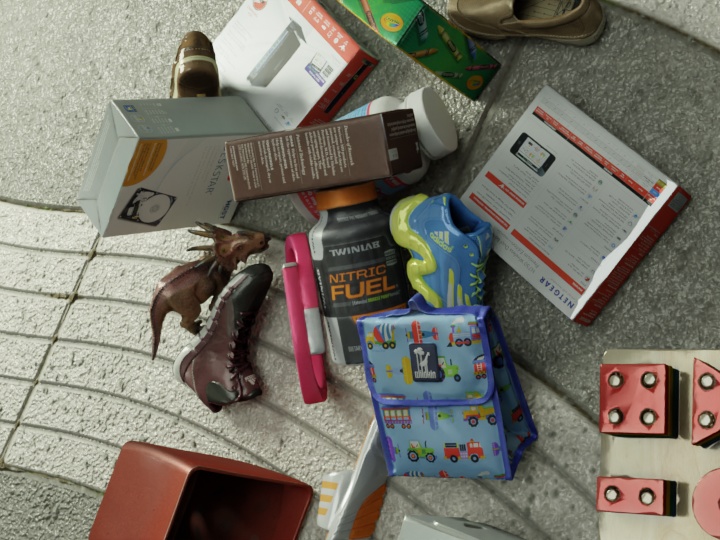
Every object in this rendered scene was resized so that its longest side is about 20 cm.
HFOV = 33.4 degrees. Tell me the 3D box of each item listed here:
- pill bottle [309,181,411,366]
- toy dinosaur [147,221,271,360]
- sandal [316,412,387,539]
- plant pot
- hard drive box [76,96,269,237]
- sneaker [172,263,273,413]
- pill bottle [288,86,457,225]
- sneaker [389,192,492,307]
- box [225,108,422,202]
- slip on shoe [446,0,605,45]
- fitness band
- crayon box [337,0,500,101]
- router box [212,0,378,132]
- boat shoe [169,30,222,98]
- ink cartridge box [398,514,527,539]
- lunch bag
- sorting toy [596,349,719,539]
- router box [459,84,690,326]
[{"bbox_3d":[0.000,0.000,1.375,0.105,0.106,0.203,-7,98,30],"label":"pill bottle"},{"bbox_3d":[-0.211,0.014,1.508,0.086,0.136,0.200,42,70,13],"label":"toy dinosaur"},{"bbox_3d":[-0.007,0.239,1.389,0.059,0.079,0.209,15,79,34],"label":"sandal"},{"bbox_3d":[-0.208,0.306,1.436,0.175,0.199,0.202,22,92,45],"label":"plant pot"},{"bbox_3d":[-0.234,-0.132,1.502,0.077,0.199,0.157,49,129,28],"label":"hard drive box"},{"bbox_3d":[-0.146,0.096,1.508,0.116,0.075,0.201,47,115,25],"label":"sneaker"},{"bbox_3d":[0.011,-0.139,1.433,0.198,0.108,0.110,-24,68,26],"label":"pill bottle"},{"bbox_3d":[0.108,0.005,1.319,0.104,0.076,0.202,-20,101,44],"label":"sneaker"},{"bbox_3d":[-0.041,-0.129,1.342,0.198,0.100,0.076,-5,98,24],"label":"box"},{"bbox_3d":[0.183,-0.304,1.387,0.198,0.060,0.077,19,84,32],"label":"slip on shoe"},{"bbox_3d":[-0.066,0.056,1.420,0.037,0.144,0.203,-7,79,-4],"label":"fitness band"},{"bbox_3d":[0.066,-0.274,1.373,0.119,0.199,0.058,43,103,30],"label":"crayon box"},{"bbox_3d":[-0.098,-0.269,1.562,0.180,0.049,0.200,-49,60,13],"label":"router box"},{"bbox_3d":[-0.214,-0.239,1.564,0.203,0.074,0.076,123,141,-63],"label":"boat shoe"},{"bbox_3d":[0.111,0.368,1.242,0.143,0.145,0.203,12,86,32],"label":"ink cartridge box"},{"bbox_3d":[0.088,0.115,1.286,0.149,0.094,0.202,-4,114,30],"label":"lunch bag"},{"bbox_3d":[0.328,0.177,1.196,0.197,0.069,0.203,-2,78,31],"label":"sorting toy"},{"bbox_3d":[0.225,-0.073,1.314,0.200,0.049,0.180,45,104,30],"label":"router box"}]
